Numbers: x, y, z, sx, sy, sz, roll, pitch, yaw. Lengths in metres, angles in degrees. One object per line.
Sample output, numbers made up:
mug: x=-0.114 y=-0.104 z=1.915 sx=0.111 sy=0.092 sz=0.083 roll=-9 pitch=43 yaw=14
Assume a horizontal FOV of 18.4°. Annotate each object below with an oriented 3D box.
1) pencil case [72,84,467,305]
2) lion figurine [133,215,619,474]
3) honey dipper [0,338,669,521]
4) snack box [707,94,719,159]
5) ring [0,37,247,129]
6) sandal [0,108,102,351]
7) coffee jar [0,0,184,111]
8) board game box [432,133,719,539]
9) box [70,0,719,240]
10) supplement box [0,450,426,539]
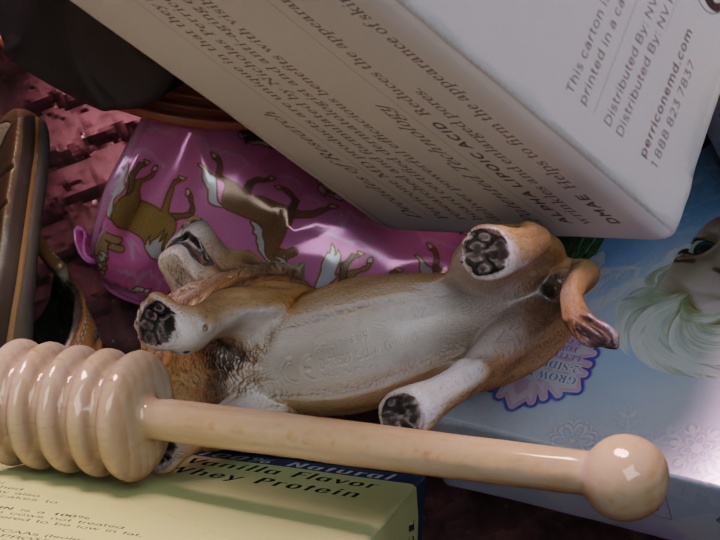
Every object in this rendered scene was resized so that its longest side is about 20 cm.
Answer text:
pencil case: x=0.000 y=0.000 z=0.805 sx=0.199 sy=0.083 sz=0.087 roll=24 pitch=44 yaw=1
lion figurine: x=0.007 y=0.018 z=0.679 sx=0.199 sy=0.122 sz=0.073 roll=-2 pitch=95 yaw=29
honey dipper: x=-0.012 y=0.044 z=0.604 sx=0.199 sy=0.038 sz=0.038 roll=3 pitch=69 yaw=25
snack box: x=0.202 y=-0.090 z=0.703 sx=0.199 sy=0.068 sz=0.169 roll=-21 pitch=45 yaw=2
ring: x=-0.058 y=-0.128 z=0.830 sx=0.199 sy=0.019 sz=0.201 roll=7 pitch=48 yaw=-8
sandal: x=-0.116 y=0.046 z=0.779 sx=0.054 sy=0.082 sz=0.201 roll=2 pitch=78 yaw=-30
coffee jar: x=-0.045 y=-0.143 z=0.763 sx=0.085 sy=0.105 sz=0.200 roll=29 pitch=48 yaw=18
board game box: x=0.149 y=0.002 z=0.715 sx=0.199 sy=0.041 sz=0.200 roll=11 pitch=55 yaw=27
box: x=0.021 y=-0.141 z=0.654 sx=0.200 sy=0.130 sz=0.200 roll=35 pitch=70 yaw=-37
supplement box: x=-0.096 y=0.128 z=0.628 sx=0.199 sy=0.200 sz=0.135 roll=6 pitch=96 yaw=9
